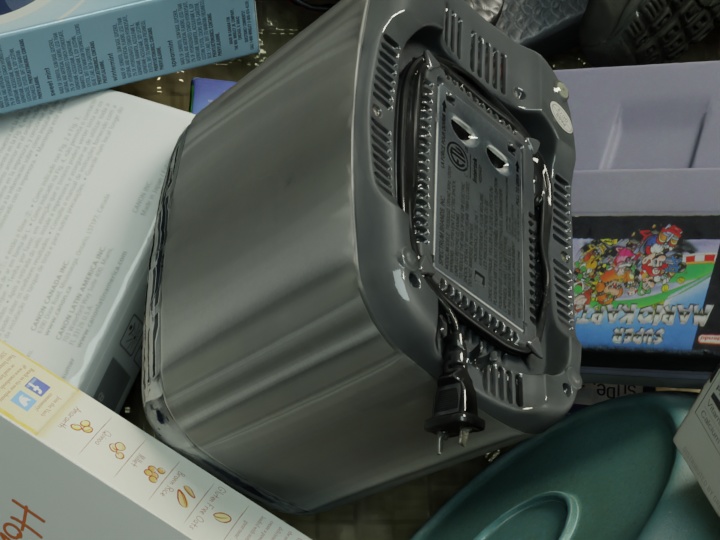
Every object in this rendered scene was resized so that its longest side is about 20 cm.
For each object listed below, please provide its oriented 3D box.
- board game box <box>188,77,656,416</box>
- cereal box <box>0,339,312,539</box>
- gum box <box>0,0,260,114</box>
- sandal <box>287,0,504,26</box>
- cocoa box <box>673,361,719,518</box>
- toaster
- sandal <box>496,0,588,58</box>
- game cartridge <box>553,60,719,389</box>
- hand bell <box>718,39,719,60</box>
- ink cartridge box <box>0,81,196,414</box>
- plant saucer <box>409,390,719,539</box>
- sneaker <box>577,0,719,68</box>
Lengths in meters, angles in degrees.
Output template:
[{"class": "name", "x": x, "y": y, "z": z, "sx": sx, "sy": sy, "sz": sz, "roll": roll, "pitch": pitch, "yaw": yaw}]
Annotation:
[{"class": "board game box", "x": 0.022, "y": -0.003, "z": 0.806, "sx": 0.198, "sy": 0.035, "sz": 0.136, "roll": 6, "pitch": 68, "yaw": -5}, {"class": "cereal box", "x": -0.107, "y": 0.114, "z": 0.690, "sx": 0.199, "sy": 0.144, "sz": 0.040, "roll": 32, "pitch": 33, "yaw": 6}, {"class": "gum box", "x": -0.158, "y": -0.135, "z": 0.791, "sx": 0.198, "sy": 0.045, "sz": 0.171, "roll": -15, "pitch": 51, "yaw": -10}, {"class": "sandal", "x": -0.020, "y": -0.146, "z": 0.850, "sx": 0.199, "sy": 0.045, "sz": 0.075, "roll": 27, "pitch": 58, "yaw": 23}, {"class": "cocoa box", "x": 0.221, "y": 0.040, "z": 0.570, "sx": 0.199, "sy": 0.132, "sz": 0.134, "roll": -12, "pitch": 54, "yaw": -27}, {"class": "toaster", "x": 0.000, "y": 0.000, "z": 0.688, "sx": 0.113, "sy": 0.129, "sz": 0.201, "roll": 33, "pitch": 44, "yaw": -35}, {"class": "sandal", "x": 0.118, "y": -0.131, "z": 0.873, "sx": 0.198, "sy": 0.043, "sz": 0.077, "roll": -13, "pitch": 64, "yaw": -3}, {"class": "game cartridge", "x": 0.105, "y": -0.019, "z": 0.723, "sx": 0.199, "sy": 0.038, "sz": 0.130, "roll": 1, "pitch": 57, "yaw": 37}, {"class": "hand bell", "x": 0.169, "y": -0.024, "z": 0.763, "sx": 0.104, "sy": 0.104, "sz": 0.201, "roll": 26, "pitch": 46, "yaw": 3}, {"class": "ink cartridge box", "x": -0.171, "y": -0.008, "z": 0.776, "sx": 0.199, "sy": 0.050, "sz": 0.163, "roll": 17, "pitch": 71, "yaw": 22}, {"class": "plant saucer", "x": 0.057, "y": 0.108, "z": 0.683, "sx": 0.027, "sy": 0.200, "sz": 0.200, "roll": 47, "pitch": 69, "yaw": -13}, {"class": "sneaker", "x": 0.134, "y": -0.175, "z": 0.826, "sx": 0.090, "sy": 0.076, "sz": 0.201, "roll": 24, "pitch": 76, "yaw": 22}]
